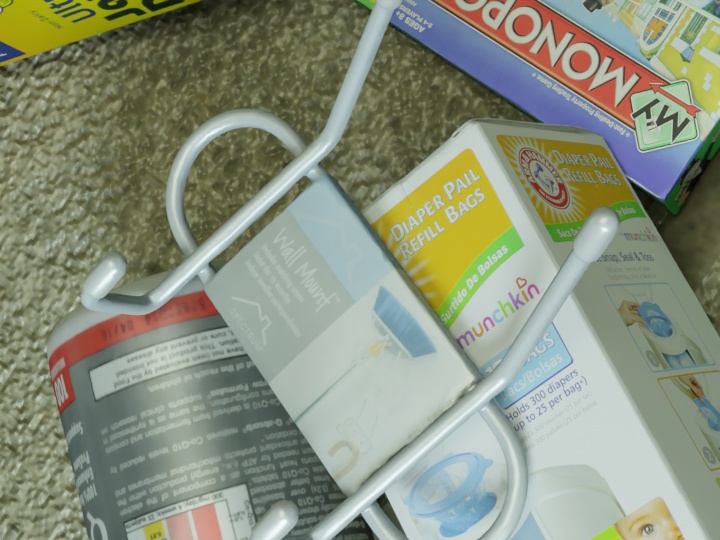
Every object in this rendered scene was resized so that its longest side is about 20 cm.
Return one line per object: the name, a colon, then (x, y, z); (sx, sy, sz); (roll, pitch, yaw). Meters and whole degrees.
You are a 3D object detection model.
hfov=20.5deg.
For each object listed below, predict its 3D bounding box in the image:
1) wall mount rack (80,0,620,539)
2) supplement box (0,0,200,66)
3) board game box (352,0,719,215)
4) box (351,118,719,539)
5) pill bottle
wall mount rack: (0.000, 0.000, 0.692); (0.174, 0.074, 0.200); (-43, 68, 14)
supplement box: (-0.115, -0.176, 0.847); (0.199, 0.109, 0.111); (-14, 71, 25)
board game box: (0.086, -0.134, 0.826); (0.199, 0.029, 0.135); (35, 93, 22)
box: (0.075, 0.056, 0.746); (0.112, 0.101, 0.201); (-37, 70, 29)
pill bottle: (-0.049, 0.107, 0.789); (0.115, 0.116, 0.202); (-20, 75, 16)
